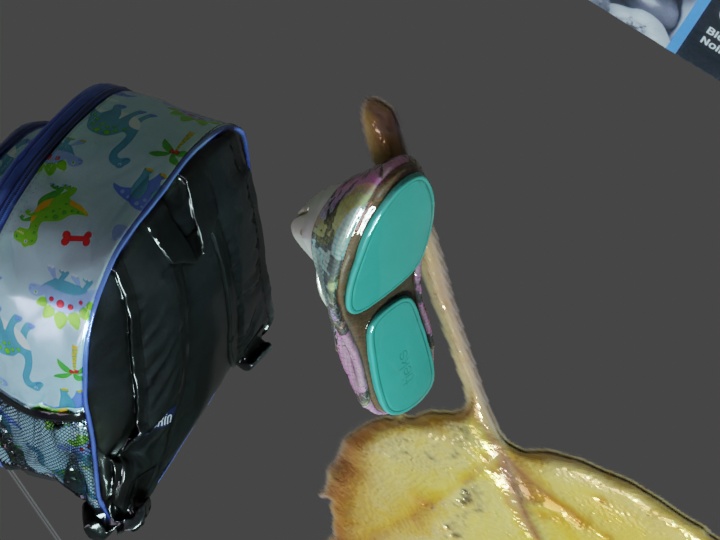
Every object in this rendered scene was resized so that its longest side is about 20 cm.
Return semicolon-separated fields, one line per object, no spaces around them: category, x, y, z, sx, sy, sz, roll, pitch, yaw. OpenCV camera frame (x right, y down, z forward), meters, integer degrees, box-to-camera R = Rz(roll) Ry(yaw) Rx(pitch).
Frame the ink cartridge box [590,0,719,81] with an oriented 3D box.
ink cartridge box;0.136;-0.159;0.938;0.198;0.043;0.200;33;149;3

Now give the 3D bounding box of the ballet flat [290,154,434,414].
ballet flat;0.000;0.000;1.292;0.071;0.069;0.200;41;157;29

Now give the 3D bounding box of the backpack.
backpack;-0.142;0.003;1.310;0.147;0.183;0.200;23;144;16
